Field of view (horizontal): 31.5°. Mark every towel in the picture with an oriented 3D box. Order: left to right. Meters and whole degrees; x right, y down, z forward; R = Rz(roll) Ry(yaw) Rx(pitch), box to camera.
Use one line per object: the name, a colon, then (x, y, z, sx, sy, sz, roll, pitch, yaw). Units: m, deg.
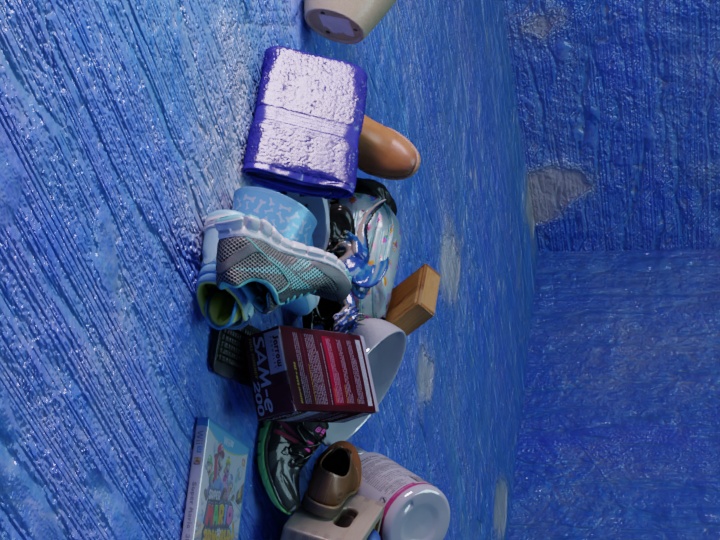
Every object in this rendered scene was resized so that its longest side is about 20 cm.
towel: (-0.071, -0.191, 1.666, 0.050, 0.147, 0.201, 124, -24, -61)

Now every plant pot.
plant pot: (-0.006, -0.442, 1.865, 0.187, 0.187, 0.201, 57, 50, -63)

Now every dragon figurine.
dragon figurine: (0.000, 0.000, 1.723, 0.200, 0.099, 0.059, -51, 179, -34)

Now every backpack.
backpack: (-0.004, -0.024, 1.905, 0.167, 0.126, 0.201, 64, 33, -64)

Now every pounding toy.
pounding toy: (-0.037, 0.418, 1.682, 0.200, 0.142, 0.185, -38, 141, -71)

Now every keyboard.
keyboard: (-0.142, 0.078, 1.595, 0.200, 0.021, 0.128, 41, 50, -71)

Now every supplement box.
supplement box: (-0.060, 0.134, 1.615, 0.200, 0.061, 0.109, 13, 61, -58)

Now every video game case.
video game case: (-0.170, 0.286, 1.485, 0.143, 0.018, 0.201, 54, 38, -64)

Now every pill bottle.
pill bottle: (0.029, 0.332, 1.853, 0.113, 0.200, 0.114, -10, 108, -31)

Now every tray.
tray: (0.037, 0.080, 1.949, 0.037, 0.200, 0.099, 39, 34, -19)

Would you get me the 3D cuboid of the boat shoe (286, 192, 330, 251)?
boat shoe: (-0.067, -0.096, 1.779, 0.091, 0.071, 0.201, 8, 81, -75)

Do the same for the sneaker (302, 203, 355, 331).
sneaker: (-0.042, 0.010, 1.781, 0.104, 0.060, 0.200, -145, -109, -73)

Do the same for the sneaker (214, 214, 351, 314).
sneaker: (-0.092, 0.010, 1.440, 0.200, 0.077, 0.092, 25, 66, -39)

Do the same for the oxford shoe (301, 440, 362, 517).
oxford shoe: (-0.027, 0.267, 1.739, 0.200, 0.071, 0.071, -62, 171, -76)

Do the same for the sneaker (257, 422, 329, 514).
sneaker: (-0.086, 0.218, 1.673, 0.077, 0.083, 0.201, 44, 47, -68)

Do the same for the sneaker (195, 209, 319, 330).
sneaker: (-0.127, 0.032, 1.506, 0.200, 0.079, 0.131, 41, 48, -41)

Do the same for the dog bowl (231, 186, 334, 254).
dog bowl: (-0.101, -0.031, 1.593, 0.200, 0.111, 0.050, 65, 43, -58)

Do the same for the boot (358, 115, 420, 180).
boot: (-0.012, -0.201, 1.779, 0.077, 0.200, 0.155, -52, 168, 1)

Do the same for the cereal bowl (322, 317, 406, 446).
cereal bowl: (-0.023, 0.151, 1.843, 0.200, 0.083, 0.200, -46, 156, -28)
